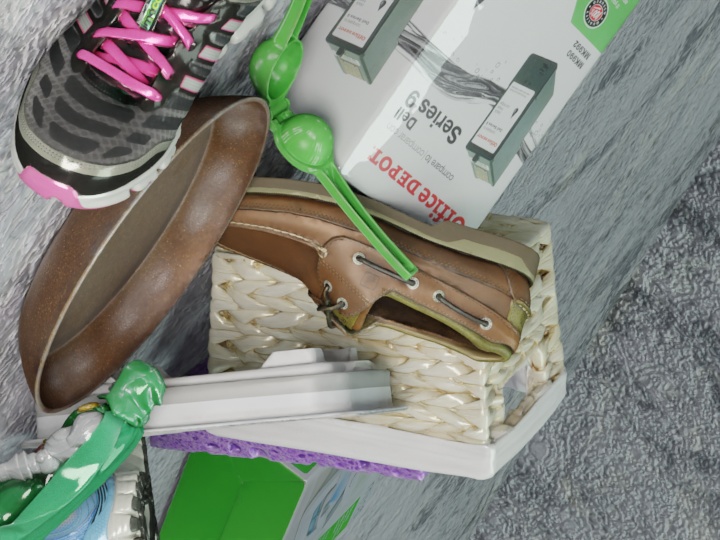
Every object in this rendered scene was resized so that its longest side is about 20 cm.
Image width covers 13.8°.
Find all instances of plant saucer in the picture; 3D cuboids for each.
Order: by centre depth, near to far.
[{"bbox_3d":[-0.120,-0.016,1.562,0.201,0.034,0.200,-53,170,-13],"label":"plant saucer"}]

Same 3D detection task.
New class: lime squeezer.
[{"bbox_3d":[-0.021,-0.089,1.605,0.038,0.070,0.201,-53,132,-65],"label":"lime squeezer"}]

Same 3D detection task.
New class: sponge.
[{"bbox_3d":[-0.024,0.088,1.895,0.112,0.199,0.030,-42,132,-54],"label":"sponge"}]

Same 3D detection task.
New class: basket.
[{"bbox_3d":[0.014,0.033,1.810,0.136,0.199,0.124,-41,133,-56],"label":"basket"}]

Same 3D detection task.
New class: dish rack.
[{"bbox_3d":[-0.082,0.071,1.687,0.172,0.199,0.044,10,75,-78],"label":"dish rack"}]

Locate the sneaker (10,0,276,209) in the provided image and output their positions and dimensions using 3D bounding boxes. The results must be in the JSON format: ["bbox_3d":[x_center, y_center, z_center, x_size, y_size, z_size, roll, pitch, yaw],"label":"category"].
[{"bbox_3d":[-0.088,-0.113,1.304,0.200,0.073,0.088,-54,171,-36],"label":"sneaker"}]

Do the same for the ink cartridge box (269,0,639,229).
[{"bbox_3d":[0.052,-0.125,1.708,0.201,0.084,0.146,-55,142,0],"label":"ink cartridge box"}]

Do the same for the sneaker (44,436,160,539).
[{"bbox_3d":[-0.168,0.143,1.772,0.200,0.089,0.079,-134,-144,-87],"label":"sneaker"}]

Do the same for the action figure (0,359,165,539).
[{"bbox_3d":[-0.179,0.122,1.580,0.200,0.055,0.118,-42,171,4],"label":"action figure"}]

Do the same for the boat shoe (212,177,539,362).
[{"bbox_3d":[0.000,0.000,1.672,0.072,0.199,0.068,94,9,-74],"label":"boat shoe"}]

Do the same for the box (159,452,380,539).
[{"bbox_3d":[-0.052,0.136,2.163,0.176,0.096,0.201,-42,163,-42],"label":"box"}]
